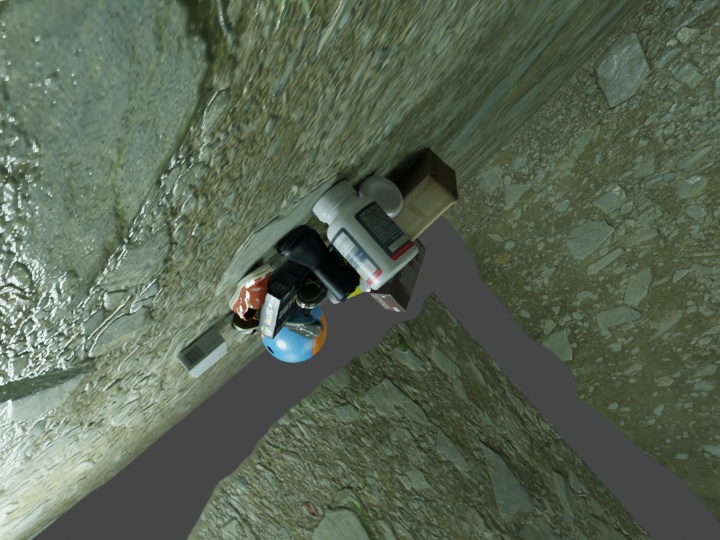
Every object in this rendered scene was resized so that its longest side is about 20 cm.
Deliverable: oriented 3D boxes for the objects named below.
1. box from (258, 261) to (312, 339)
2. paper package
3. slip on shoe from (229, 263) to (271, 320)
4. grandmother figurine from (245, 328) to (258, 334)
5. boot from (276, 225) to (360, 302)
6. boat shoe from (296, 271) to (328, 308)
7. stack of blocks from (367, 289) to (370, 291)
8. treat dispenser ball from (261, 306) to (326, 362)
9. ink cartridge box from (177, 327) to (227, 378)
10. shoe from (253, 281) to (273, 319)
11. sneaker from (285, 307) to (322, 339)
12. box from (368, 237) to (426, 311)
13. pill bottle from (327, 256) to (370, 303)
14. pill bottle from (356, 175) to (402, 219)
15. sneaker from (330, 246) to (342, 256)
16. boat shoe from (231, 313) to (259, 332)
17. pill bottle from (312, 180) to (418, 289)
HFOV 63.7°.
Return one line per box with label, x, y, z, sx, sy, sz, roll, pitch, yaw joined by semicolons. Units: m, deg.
box;-0.162;0.044;1.368;0.200;0.049;0.161;-52;167;-41
paper package;0.146;-0.190;1.509;0.200;0.103;0.191;-44;-161;27
slip on shoe;-0.222;0.046;1.218;0.074;0.061;0.200;-36;172;-38
grandmother figurine;-0.275;0.123;1.571;0.200;0.060;0.122;-26;136;-64
boot;-0.078;-0.010;1.228;0.076;0.168;0.200;-44;175;10
boat shoe;-0.096;0.019;1.331;0.200;0.067;0.057;-53;153;-61
stack of blocks;0.021;-0.042;1.621;0.115;0.201;0.059;5;-154;36
treat dispenser ball;-0.201;0.177;1.757;0.201;0.201;0.201;-41;176;-4
ink cartridge box;-0.385;0.206;1.428;0.109;0.050;0.200;-41;177;-19
shoe;-0.224;0.067;1.424;0.070;0.053;0.200;-64;168;21
sneaker;-0.153;0.111;1.461;0.200;0.078;0.090;12;-110;57
box;0.104;0.001;1.581;0.075;0.100;0.201;2;-119;35
pill bottle;0.000;0.000;1.492;0.199;0.105;0.104;-25;177;6
pill bottle;0.008;-0.120;1.326;0.104;0.104;0.200;-38;174;-38
sneaker;-0.064;-0.032;1.655;0.200;0.066;0.078;-40;-154;-12
boat shoe;-0.255;0.111;1.463;0.066;0.072;0.201;-51;173;35
pill bottle;0.006;-0.073;1.131;0.120;0.200;0.120;-41;176;-4
